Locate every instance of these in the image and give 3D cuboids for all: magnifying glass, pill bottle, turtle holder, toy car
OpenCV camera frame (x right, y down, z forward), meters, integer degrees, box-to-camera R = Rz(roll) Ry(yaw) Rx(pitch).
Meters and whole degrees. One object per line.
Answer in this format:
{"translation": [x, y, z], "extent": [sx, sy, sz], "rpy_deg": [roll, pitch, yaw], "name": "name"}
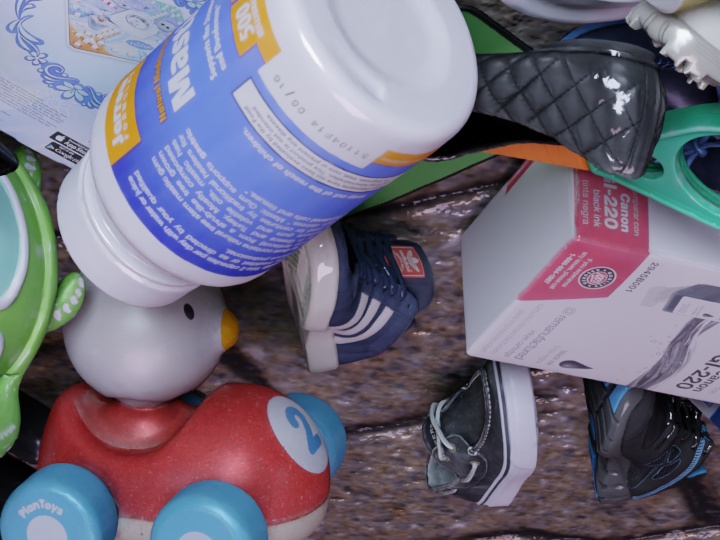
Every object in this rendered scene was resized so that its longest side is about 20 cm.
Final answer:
{"translation": [0.129, -0.055, 0.810], "extent": [0.199, 0.022, 0.080], "rpy_deg": [15, 150, 31], "name": "magnifying glass"}
{"translation": [-0.051, -0.061, 0.762], "extent": [0.112, 0.112, 0.200], "rpy_deg": [25, 139, -32], "name": "pill bottle"}
{"translation": [-0.236, 0.013, 0.878], "extent": [0.140, 0.186, 0.132], "rpy_deg": [7, 180, 22], "name": "turtle holder"}
{"translation": [-0.105, 0.056, 0.978], "extent": [0.176, 0.184, 0.201], "rpy_deg": [4, 106, 16], "name": "toy car"}

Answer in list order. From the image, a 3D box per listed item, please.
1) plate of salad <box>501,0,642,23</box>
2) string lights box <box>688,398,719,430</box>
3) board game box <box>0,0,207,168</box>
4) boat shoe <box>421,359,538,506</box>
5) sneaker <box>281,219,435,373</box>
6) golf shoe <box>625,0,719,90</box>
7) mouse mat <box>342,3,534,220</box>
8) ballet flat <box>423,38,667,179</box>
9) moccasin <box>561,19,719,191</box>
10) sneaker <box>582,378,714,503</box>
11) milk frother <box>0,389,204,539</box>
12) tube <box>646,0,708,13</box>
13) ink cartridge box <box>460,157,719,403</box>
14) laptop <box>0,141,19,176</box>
{"translation": [0.137, -0.176, 0.712], "extent": [0.199, 0.048, 0.200], "rpy_deg": [-18, 155, -9], "name": "plate of salad"}
{"translation": [0.302, 0.135, 1.058], "extent": [0.059, 0.200, 0.103], "rpy_deg": [-47, 132, 7], "name": "string lights box"}
{"translation": [-0.129, -0.134, 0.792], "extent": [0.199, 0.044, 0.200], "rpy_deg": [-27, 138, 37], "name": "board game box"}
{"translation": [0.077, 0.114, 1.141], "extent": [0.071, 0.072, 0.200], "rpy_deg": [-2, 149, -4], "name": "boat shoe"}
{"translation": [0.000, 0.000, 0.961], "extent": [0.084, 0.075, 0.200], "rpy_deg": [-16, 165, -4], "name": "sneaker"}
{"translation": [0.199, -0.123, 0.754], "extent": [0.199, 0.078, 0.097], "rpy_deg": [-5, 132, -44], "name": "golf shoe"}
{"translation": [0.008, -0.072, 0.879], "extent": [0.199, 0.008, 0.161], "rpy_deg": [-23, 155, 26], "name": "mouse mat"}
{"translation": [0.056, -0.067, 0.772], "extent": [0.066, 0.057, 0.200], "rpy_deg": [15, 171, -33], "name": "ballet flat"}
{"translation": [0.189, -0.075, 0.846], "extent": [0.199, 0.068, 0.081], "rpy_deg": [9, 147, -19], "name": "moccasin"}
{"translation": [0.191, 0.096, 1.124], "extent": [0.082, 0.074, 0.200], "rpy_deg": [-7, 157, 6], "name": "sneaker"}
{"translation": [-0.211, 0.151, 1.162], "extent": [0.188, 0.181, 0.200], "rpy_deg": [22, -167, 32], "name": "milk frother"}
{"translation": [0.205, -0.158, 0.694], "extent": [0.199, 0.052, 0.058], "rpy_deg": [-20, -167, -15], "name": "tube"}
{"translation": [0.175, 0.001, 0.955], "extent": [0.199, 0.085, 0.146], "rpy_deg": [10, 149, -18], "name": "ink cartridge box"}
{"translation": [-0.281, -0.116, 0.759], "extent": [0.187, 0.116, 0.200], "rpy_deg": [-15, 145, 22], "name": "laptop"}
